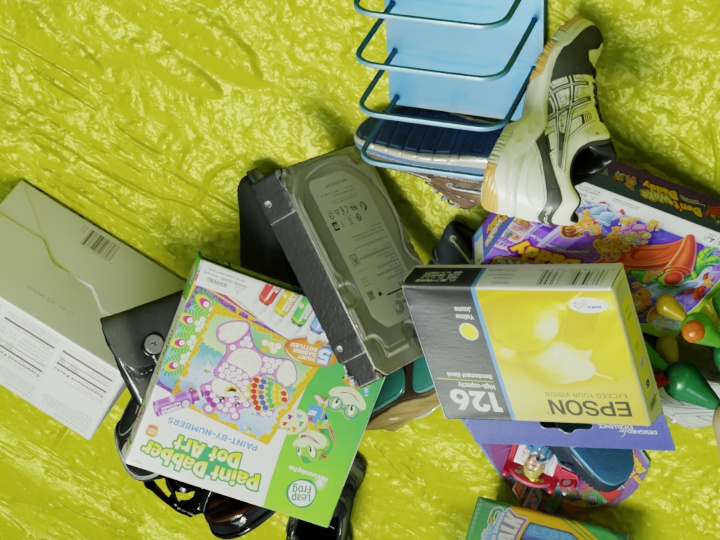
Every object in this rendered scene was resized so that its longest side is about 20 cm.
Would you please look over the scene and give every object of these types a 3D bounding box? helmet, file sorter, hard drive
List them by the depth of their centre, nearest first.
[{"bbox_3d":[0.071,-0.190,1.459,0.139,0.123,0.200,9,127,17],"label":"file sorter"},{"bbox_3d":[-0.002,-0.007,1.575,0.038,0.140,0.200,-27,88,36],"label":"hard drive"},{"bbox_3d":[-0.124,0.146,1.749,0.191,0.200,0.200,-41,104,8],"label":"helmet"}]

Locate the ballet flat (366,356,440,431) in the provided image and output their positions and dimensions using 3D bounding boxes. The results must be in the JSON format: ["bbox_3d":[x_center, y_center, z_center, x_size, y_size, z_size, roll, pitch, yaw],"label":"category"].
[{"bbox_3d":[0.066,0.106,1.722,0.063,0.069,0.200,22,148,-28],"label":"ballet flat"}]

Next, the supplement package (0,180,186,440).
[{"bbox_3d":[-0.301,0.038,1.770,0.200,0.156,0.111,32,130,-2],"label":"supplement package"}]

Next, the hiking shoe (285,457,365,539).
[{"bbox_3d":[-0.051,0.281,1.879,0.076,0.101,0.200,19,130,10],"label":"hiking shoe"}]

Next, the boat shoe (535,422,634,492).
[{"bbox_3d":[0.179,0.124,1.661,0.200,0.084,0.069,57,144,22],"label":"boat shoe"}]

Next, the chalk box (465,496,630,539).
[{"bbox_3d":[0.156,0.309,1.773,0.200,0.124,0.125,14,157,14],"label":"chalk box"}]

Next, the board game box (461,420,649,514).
[{"bbox_3d":[0.180,0.172,1.736,0.158,0.039,0.200,-20,115,34],"label":"board game box"}]

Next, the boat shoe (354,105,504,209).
[{"bbox_3d":[0.090,-0.090,1.560,0.200,0.072,0.072,11,136,20],"label":"boat shoe"}]

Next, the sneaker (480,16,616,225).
[{"bbox_3d":[0.167,-0.113,1.429,0.088,0.200,0.076,19,150,13],"label":"sneaker"}]

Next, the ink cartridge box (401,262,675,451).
[{"bbox_3d":[0.151,0.085,1.531,0.197,0.047,0.200,-1,122,31],"label":"ink cartridge box"}]

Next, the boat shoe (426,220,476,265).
[{"bbox_3d":[0.148,0.025,1.603,0.200,0.075,0.062,37,119,28],"label":"boat shoe"}]

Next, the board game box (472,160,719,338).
[{"bbox_3d":[0.214,-0.024,1.529,0.200,0.045,0.135,19,133,-17],"label":"board game box"}]

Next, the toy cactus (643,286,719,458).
[{"bbox_3d":[0.325,0.095,1.527,0.200,0.102,0.165,-5,100,1],"label":"toy cactus"}]

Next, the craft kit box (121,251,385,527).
[{"bbox_3d":[-0.089,0.109,1.620,0.200,0.049,0.198,19,98,-14],"label":"craft kit box"}]

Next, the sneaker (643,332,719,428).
[{"bbox_3d":[0.284,0.105,1.623,0.200,0.075,0.087,14,135,15],"label":"sneaker"}]

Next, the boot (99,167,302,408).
[{"bbox_3d":[-0.148,0.017,1.656,0.200,0.066,0.165,-24,85,-2],"label":"boot"}]
